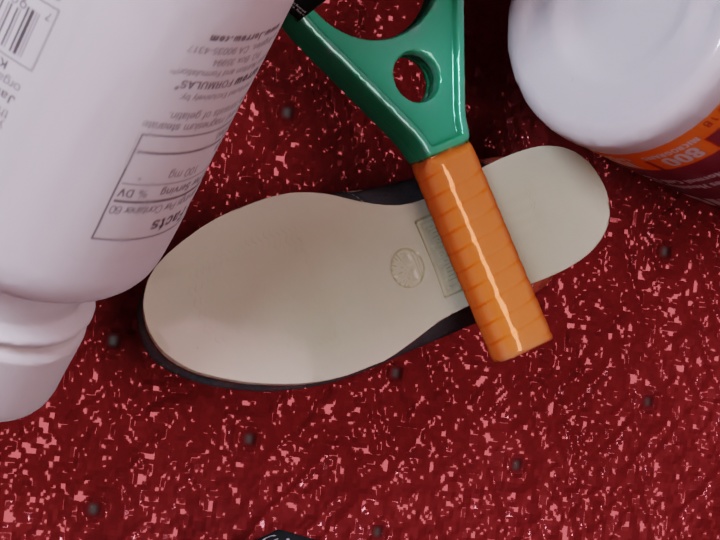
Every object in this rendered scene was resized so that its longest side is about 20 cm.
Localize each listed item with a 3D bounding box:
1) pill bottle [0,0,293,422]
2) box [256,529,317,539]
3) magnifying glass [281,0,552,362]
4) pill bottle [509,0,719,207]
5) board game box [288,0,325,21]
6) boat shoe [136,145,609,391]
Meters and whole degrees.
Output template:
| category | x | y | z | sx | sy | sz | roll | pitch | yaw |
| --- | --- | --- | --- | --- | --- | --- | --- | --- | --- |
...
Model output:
| category | x | y | z | sx | sy | sz | roll | pitch | yaw |
| --- | --- | --- | --- | --- | --- | --- | --- | --- | --- |
| pill bottle | -0.103 | -0.054 | 0.961 | 0.114 | 0.114 | 0.200 | 11 | 122 | -31 |
| box | -0.057 | 0.194 | 1.021 | 0.200 | 0.148 | 0.125 | -24 | 106 | -29 |
| magnifying glass | 0.022 | -0.063 | 1.073 | 0.079 | 0.022 | 0.201 | -24 | 93 | -31 |
| pill bottle | 0.159 | -0.077 | 1.136 | 0.200 | 0.114 | 0.115 | 20 | 81 | -46 |
| board game box | -0.053 | -0.172 | 0.966 | 0.200 | 0.105 | 0.024 | 37 | 33 | -32 |
| boat shoe | 0.000 | 0.000 | 1.098 | 0.199 | 0.063 | 0.071 | -18 | 90 | -29 |
